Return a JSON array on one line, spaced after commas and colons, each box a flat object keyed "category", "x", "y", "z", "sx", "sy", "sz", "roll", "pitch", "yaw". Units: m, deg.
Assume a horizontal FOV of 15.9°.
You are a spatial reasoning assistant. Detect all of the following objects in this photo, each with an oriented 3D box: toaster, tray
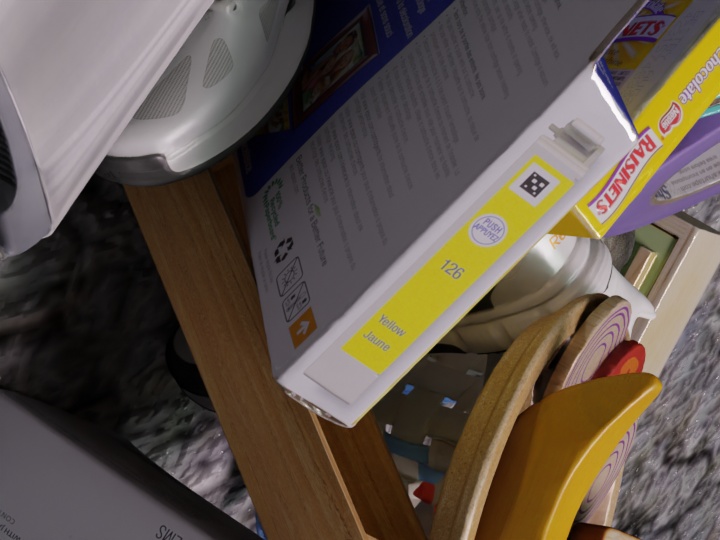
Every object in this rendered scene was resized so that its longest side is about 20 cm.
[{"category": "toaster", "x": -0.114, "y": -0.109, "z": 0.737, "sx": 0.129, "sy": 0.113, "sz": 0.200, "roll": -53, "pitch": 154, "yaw": -23}, {"category": "tray", "x": -0.035, "y": 0.028, "z": 0.957, "sx": 0.037, "sy": 0.201, "sz": 0.099, "roll": -27, "pitch": 159, "yaw": 10}]

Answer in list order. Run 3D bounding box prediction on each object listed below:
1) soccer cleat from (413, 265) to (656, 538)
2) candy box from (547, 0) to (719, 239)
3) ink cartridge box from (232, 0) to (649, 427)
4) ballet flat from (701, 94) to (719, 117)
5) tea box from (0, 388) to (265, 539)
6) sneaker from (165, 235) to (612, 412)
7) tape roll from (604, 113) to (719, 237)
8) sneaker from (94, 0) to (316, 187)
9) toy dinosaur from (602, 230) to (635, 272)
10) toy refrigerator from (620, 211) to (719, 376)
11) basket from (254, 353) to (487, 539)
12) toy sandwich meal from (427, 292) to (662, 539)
[{"category": "soccer cleat", "x": 0.068, "y": 0.088, "z": 1.082, "sx": 0.077, "sy": 0.069, "sz": 0.201, "roll": 25, "pitch": 84, "yaw": -31}, {"category": "candy box", "x": 0.052, "y": -0.059, "z": 0.958, "sx": 0.102, "sy": 0.200, "sz": 0.026, "roll": -48, "pitch": 116, "yaw": -19}, {"category": "ink cartridge box", "x": 0.035, "y": -0.076, "z": 0.912, "sx": 0.047, "sy": 0.198, "sz": 0.200, "roll": 36, "pitch": 113, "yaw": -28}, {"category": "ballet flat", "x": 0.102, "y": -0.081, "z": 1.074, "sx": 0.199, "sy": 0.071, "sz": 0.067, "roll": -24, "pitch": -168, "yaw": 0}, {"category": "tea box", "x": -0.094, "y": 0.187, "z": 1.007, "sx": 0.197, "sy": 0.200, "sz": 0.134, "roll": -57, "pitch": 157, "yaw": -1}, {"category": "sneaker", "x": 0.000, "y": 0.000, "z": 1.052, "sx": 0.080, "sy": 0.199, "sz": 0.074, "roll": 55, "pitch": 30, "yaw": -29}, {"category": "tape roll", "x": 0.175, "y": -0.100, "z": 1.212, "sx": 0.200, "sy": 0.085, "sz": 0.200, "roll": -28, "pitch": 170, "yaw": -6}, {"category": "sneaker", "x": -0.051, "y": -0.133, "z": 0.901, "sx": 0.201, "sy": 0.075, "sz": 0.115, "roll": -58, "pitch": 149, "yaw": -24}, {"category": "toy dinosaur", "x": 0.110, "y": -0.007, "z": 1.341, "sx": 0.102, "sy": 0.077, "sz": 0.201, "roll": -27, "pitch": 139, "yaw": -40}, {"category": "toy refrigerator", "x": 0.117, "y": 0.050, "z": 1.421, "sx": 0.200, "sy": 0.076, "sz": 0.070, "roll": -62, "pitch": 156, "yaw": 8}, {"category": "basket", "x": 0.041, "y": 0.111, "z": 1.218, "sx": 0.139, "sy": 0.176, "sz": 0.201, "roll": -44, "pitch": 141, "yaw": -39}, {"category": "toy sandwich meal", "x": 0.082, "y": 0.110, "z": 0.972, "sx": 0.205, "sy": 0.070, "sz": 0.206, "roll": -48, "pitch": 146, "yaw": -49}]
